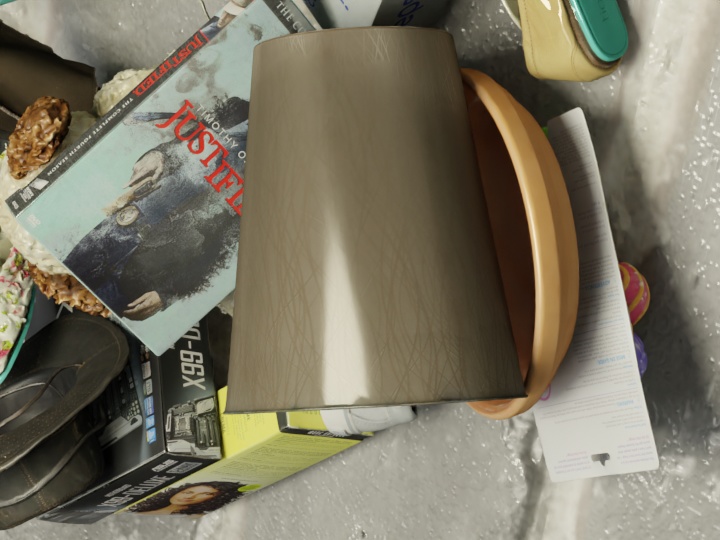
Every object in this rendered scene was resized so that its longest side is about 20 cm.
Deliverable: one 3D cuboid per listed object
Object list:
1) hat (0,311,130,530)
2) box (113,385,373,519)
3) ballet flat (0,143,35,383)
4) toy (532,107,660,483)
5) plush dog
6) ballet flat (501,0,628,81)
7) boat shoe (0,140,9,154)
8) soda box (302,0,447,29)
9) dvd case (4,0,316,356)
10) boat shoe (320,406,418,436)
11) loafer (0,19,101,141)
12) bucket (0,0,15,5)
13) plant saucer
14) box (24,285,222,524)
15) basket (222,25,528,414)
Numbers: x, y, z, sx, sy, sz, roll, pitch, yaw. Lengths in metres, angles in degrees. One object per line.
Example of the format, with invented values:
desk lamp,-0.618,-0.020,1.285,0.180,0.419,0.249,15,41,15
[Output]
hat,-0.212,0.113,1.440,0.200,0.201,0.081,-11,118,43
box,-0.083,0.114,1.491,0.199,0.075,0.051,-31,61,44
ballet flat,-0.244,-0.006,1.489,0.064,0.201,0.075,39,129,-25
toy,0.131,0.014,1.280,0.115,0.047,0.202,-19,85,63
plush dog,-0.145,-0.064,1.394,0.161,0.171,0.201,50,157,45
ballet flat,0.088,-0.197,1.230,0.063,0.068,0.202,-11,98,43
boat shoe,-0.262,-0.066,1.588,0.068,0.072,0.202,16,107,37
soda box,0.022,-0.191,1.238,0.064,0.068,0.200,55,159,11
dvd case,-0.088,-0.059,1.306,0.146,0.200,0.022,48,180,-40
boat shoe,0.000,0.000,1.387,0.068,0.072,0.202,-6,87,11
loafer,-0.204,-0.119,1.460,0.071,0.200,0.074,-15,66,26
bucket,-0.241,-0.260,1.415,0.134,0.206,0.209,-12,98,49
plant saucer,0.076,-0.017,1.281,0.200,0.037,0.202,171,90,-71
box,-0.164,0.052,1.508,0.157,0.049,0.202,-28,61,44
basket,0.000,-0.026,1.232,0.179,0.136,0.202,-6,86,33
